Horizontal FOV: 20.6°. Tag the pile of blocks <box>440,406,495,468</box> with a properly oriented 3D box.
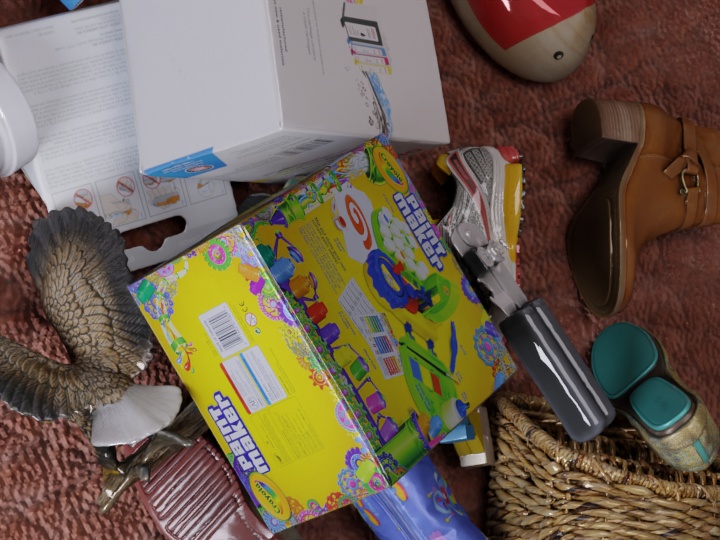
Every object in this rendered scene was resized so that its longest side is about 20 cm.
[{"bbox_3d":[0.045,0.084,1.534,0.082,0.062,0.201,-70,143,-56],"label":"pile of blocks"}]

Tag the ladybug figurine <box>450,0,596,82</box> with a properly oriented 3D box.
[{"bbox_3d":[0.138,-0.260,1.705,0.135,0.072,0.201,-33,93,-31],"label":"ladybug figurine"}]

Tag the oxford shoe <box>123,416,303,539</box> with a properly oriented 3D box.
[{"bbox_3d":[-0.100,0.184,1.471,0.070,0.075,0.200,-41,84,7],"label":"oxford shoe"}]

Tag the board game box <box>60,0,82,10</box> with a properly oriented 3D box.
[{"bbox_3d":[-0.137,-0.310,1.474,0.056,0.196,0.200,45,46,-10],"label":"board game box"}]

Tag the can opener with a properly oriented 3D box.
[{"bbox_3d":[0.124,0.049,1.551,0.200,0.066,0.053,53,29,4],"label":"can opener"}]

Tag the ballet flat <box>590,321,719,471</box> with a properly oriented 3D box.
[{"bbox_3d":[0.240,0.107,1.614,0.070,0.200,0.071,-4,110,-10],"label":"ballet flat"}]

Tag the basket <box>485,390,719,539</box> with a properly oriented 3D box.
[{"bbox_3d":[0.212,0.168,1.588,0.199,0.143,0.150,13,72,-25],"label":"basket"}]

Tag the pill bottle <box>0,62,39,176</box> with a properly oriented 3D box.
[{"bbox_3d":[-0.330,-0.071,1.376,0.200,0.116,0.116,-34,94,-31],"label":"pill bottle"}]

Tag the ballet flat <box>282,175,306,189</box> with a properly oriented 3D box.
[{"bbox_3d":[0.000,0.000,1.561,0.067,0.062,0.201,-43,124,-22],"label":"ballet flat"}]

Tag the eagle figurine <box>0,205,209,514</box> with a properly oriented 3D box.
[{"bbox_3d":[-0.207,0.066,1.390,0.200,0.151,0.152,53,20,-1],"label":"eagle figurine"}]

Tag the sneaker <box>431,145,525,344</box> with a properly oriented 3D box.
[{"bbox_3d":[0.087,-0.004,1.619,0.082,0.078,0.201,4,74,-5],"label":"sneaker"}]

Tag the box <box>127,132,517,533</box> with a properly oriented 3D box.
[{"bbox_3d":[-0.021,0.041,1.386,0.192,0.122,0.201,-35,96,-51],"label":"box"}]

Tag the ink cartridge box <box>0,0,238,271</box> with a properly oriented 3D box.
[{"bbox_3d":[-0.189,-0.101,1.510,0.159,0.047,0.201,-18,96,-31],"label":"ink cartridge box"}]

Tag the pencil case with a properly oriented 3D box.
[{"bbox_3d":[0.038,0.182,1.525,0.078,0.087,0.201,-35,94,9],"label":"pencil case"}]

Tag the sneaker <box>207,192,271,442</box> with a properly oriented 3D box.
[{"bbox_3d":[-0.082,0.039,1.501,0.079,0.075,0.202,-1,80,-23],"label":"sneaker"}]

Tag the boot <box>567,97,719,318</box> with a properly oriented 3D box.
[{"bbox_3d":[0.261,-0.050,1.717,0.154,0.074,0.202,10,75,-30],"label":"boot"}]

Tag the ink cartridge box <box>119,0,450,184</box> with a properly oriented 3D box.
[{"bbox_3d":[-0.055,-0.151,1.493,0.199,0.147,0.146,2,77,-51],"label":"ink cartridge box"}]
